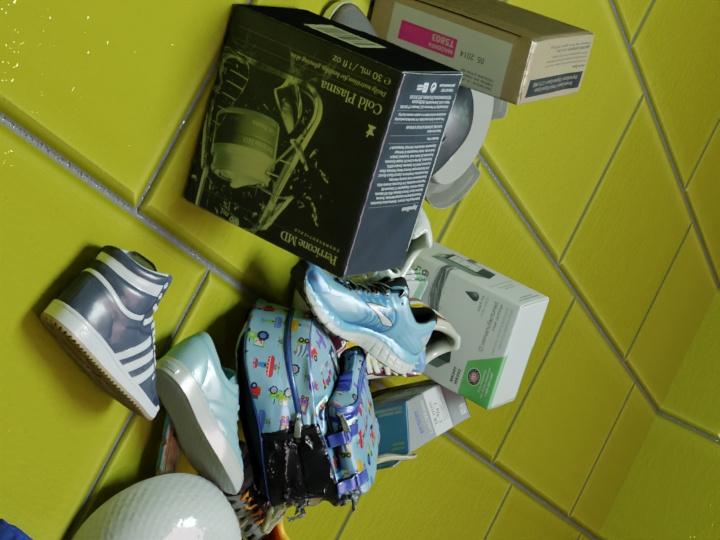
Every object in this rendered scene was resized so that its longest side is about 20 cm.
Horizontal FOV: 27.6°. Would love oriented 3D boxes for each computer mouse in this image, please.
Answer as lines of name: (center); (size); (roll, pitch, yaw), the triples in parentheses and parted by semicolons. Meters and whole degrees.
computer mouse: (0.064, -0.134, 1.650); (0.200, 0.053, 0.138); (-49, 131, -2)

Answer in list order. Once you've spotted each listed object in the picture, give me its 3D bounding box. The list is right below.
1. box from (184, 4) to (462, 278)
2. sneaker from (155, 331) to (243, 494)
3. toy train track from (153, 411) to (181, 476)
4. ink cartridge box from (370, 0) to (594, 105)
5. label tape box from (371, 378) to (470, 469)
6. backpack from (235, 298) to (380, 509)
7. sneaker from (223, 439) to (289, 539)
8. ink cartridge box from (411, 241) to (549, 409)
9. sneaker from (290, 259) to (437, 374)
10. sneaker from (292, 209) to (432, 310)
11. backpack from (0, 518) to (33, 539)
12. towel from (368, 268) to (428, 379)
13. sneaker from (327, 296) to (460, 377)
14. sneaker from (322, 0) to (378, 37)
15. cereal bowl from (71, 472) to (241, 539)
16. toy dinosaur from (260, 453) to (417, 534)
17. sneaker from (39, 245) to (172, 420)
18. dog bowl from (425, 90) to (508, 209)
box: (-0.037, -0.125, 1.382); (0.124, 0.199, 0.199); (-12, 123, -57)
sneaker: (-0.146, 0.147, 1.505); (0.082, 0.073, 0.201); (-45, 140, -29)
toy train track: (-0.211, 0.200, 1.534); (0.114, 0.032, 0.202); (-5, 111, -54)
ink cartridge box: (0.130, -0.250, 1.595); (0.164, 0.199, 0.076); (-20, 129, -56)
label tape box: (0.028, 0.197, 1.851); (0.199, 0.143, 0.064); (-22, 95, -56)
backpack: (-0.061, 0.129, 1.577); (0.183, 0.133, 0.202); (-72, 153, -71)
sneaker: (-0.126, 0.267, 1.701); (0.078, 0.077, 0.201); (-49, 149, -26)
ink cartridge box: (0.118, 0.064, 1.854); (0.084, 0.199, 0.147); (-12, 123, -56)
sneaker: (0.006, 0.031, 1.585); (0.199, 0.078, 0.090); (32, 103, -38)
sneaker: (0.000, 0.000, 1.635); (0.200, 0.080, 0.070); (-47, 130, 12)
backpack: (-0.291, 0.334, 1.294); (0.163, 0.199, 0.168); (-58, 154, -12)
towel: (-0.006, 0.074, 1.767); (0.199, 0.031, 0.151); (-6, 117, -47)
sneaker: (0.028, 0.093, 1.728); (0.199, 0.090, 0.076); (-25, 131, -34)
sneaker: (0.027, -0.186, 1.506); (0.077, 0.081, 0.202); (-34, 107, -34)
cereal bowl: (-0.204, 0.312, 1.502); (0.199, 0.083, 0.202); (-22, 134, -25)
toy dinosaur: (-0.035, 0.244, 1.621); (0.088, 0.198, 0.048); (-41, 108, -79)
sneaker: (-0.211, 0.055, 1.354); (0.109, 0.070, 0.201); (-54, 150, -18)
dog bowl: (0.108, -0.179, 1.782); (0.200, 0.058, 0.202); (-43, 146, -38)
